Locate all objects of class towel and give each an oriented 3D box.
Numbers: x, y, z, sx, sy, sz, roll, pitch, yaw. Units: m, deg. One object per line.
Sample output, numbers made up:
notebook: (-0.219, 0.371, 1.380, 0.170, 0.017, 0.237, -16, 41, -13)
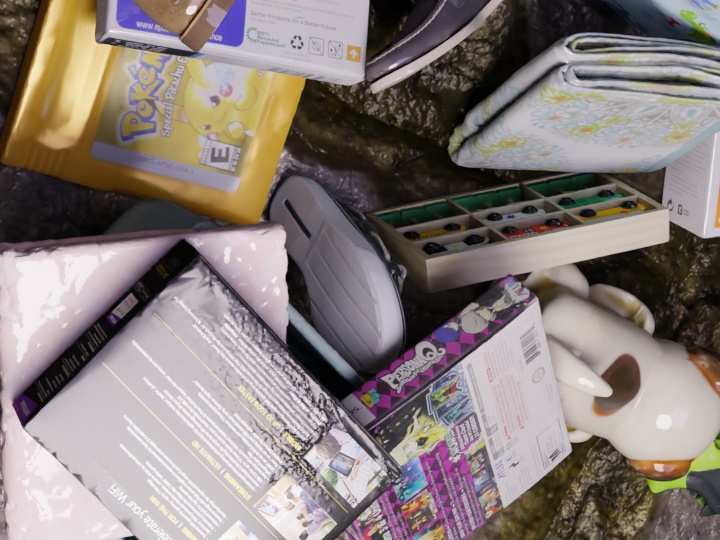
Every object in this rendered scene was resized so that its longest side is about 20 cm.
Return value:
towel: (-0.136, 0.070, 1.269, 0.190, 0.032, 0.201, -7, 110, -21)
towel: (0.179, -0.119, 1.484, 0.170, 0.200, 0.048, 3, 73, -21)

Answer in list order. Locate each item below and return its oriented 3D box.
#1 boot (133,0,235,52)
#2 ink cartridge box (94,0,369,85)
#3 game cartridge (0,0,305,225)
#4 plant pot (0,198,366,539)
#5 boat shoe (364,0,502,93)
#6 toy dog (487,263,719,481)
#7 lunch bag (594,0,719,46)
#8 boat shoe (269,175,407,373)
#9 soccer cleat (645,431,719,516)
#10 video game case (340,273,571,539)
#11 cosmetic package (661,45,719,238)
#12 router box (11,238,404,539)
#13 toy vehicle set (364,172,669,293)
boot: (-0.086, -0.247, 1.330, 0.075, 0.074, 0.201, 33, 73, -10)
ink cartridge box: (-0.082, -0.242, 1.390, 0.197, 0.043, 0.201, 7, 84, -27)
game cartridge: (-0.139, -0.135, 1.425, 0.199, 0.032, 0.177, 13, 101, -27)
plant pot: (-0.144, 0.066, 1.394, 0.196, 0.200, 0.196, -44, 118, -3)
boat shoe: (0.058, -0.197, 1.443, 0.200, 0.073, 0.063, -44, 103, -34)
toy dog: (0.193, 0.074, 1.551, 0.199, 0.194, 0.140, 28, 83, -21)
lunch bag: (0.220, -0.234, 1.448, 0.161, 0.200, 0.083, 40, 83, -31)
boat shoe: (0.000, 0.000, 1.438, 0.071, 0.200, 0.072, 14, 122, -33)
soccer cleat: (0.330, 0.177, 1.715, 0.199, 0.068, 0.081, 19, 117, -26)
video game case: (0.060, 0.119, 1.397, 0.181, 0.036, 0.200, -37, 144, -13)
cosmetic package: (0.307, -0.132, 1.591, 0.101, 0.071, 0.201, -4, 108, -21)
router box: (-0.092, 0.104, 1.240, 0.149, 0.051, 0.200, -43, 111, -4)
toy vehicle set: (0.116, -0.033, 1.514, 0.199, 0.124, 0.027, -12, 112, -19)
